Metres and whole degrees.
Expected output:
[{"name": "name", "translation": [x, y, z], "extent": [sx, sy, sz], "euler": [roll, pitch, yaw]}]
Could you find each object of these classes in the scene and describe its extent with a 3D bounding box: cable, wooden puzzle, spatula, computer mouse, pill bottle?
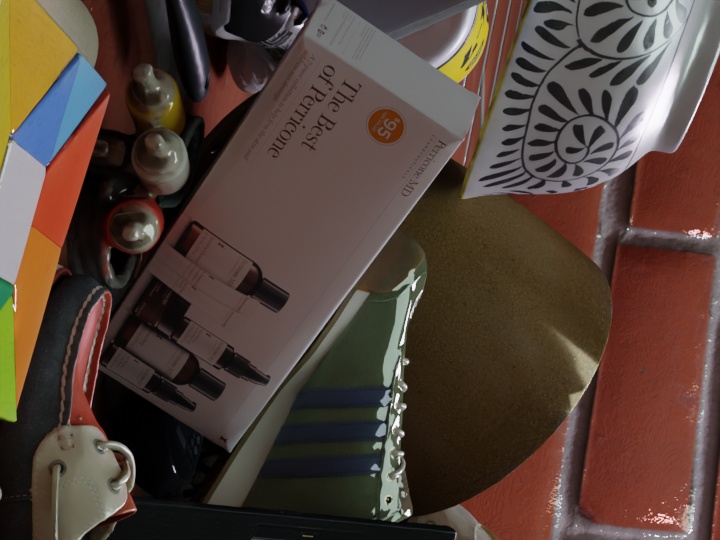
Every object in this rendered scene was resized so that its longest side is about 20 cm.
[{"name": "cable", "translation": [-0.089, -0.035, 0.852], "extent": [0.200, 0.050, 0.097], "euler": [10, 88, -83]}, {"name": "wooden puzzle", "translation": [-0.128, -0.024, 0.630], "extent": [0.185, 0.037, 0.200], "euler": [57, 42, -78]}, {"name": "spatula", "translation": [-0.089, -0.139, 0.795], "extent": [0.200, 0.021, 0.057], "euler": [72, 25, -52]}, {"name": "computer mouse", "translation": [-0.097, 0.039, 0.988], "extent": [0.200, 0.034, 0.059], "euler": [-80, 157, -52]}, {"name": "pill bottle", "translation": [0.036, -0.187, 1.380], "extent": [0.200, 0.114, 0.114], "euler": [1, 98, -83]}]

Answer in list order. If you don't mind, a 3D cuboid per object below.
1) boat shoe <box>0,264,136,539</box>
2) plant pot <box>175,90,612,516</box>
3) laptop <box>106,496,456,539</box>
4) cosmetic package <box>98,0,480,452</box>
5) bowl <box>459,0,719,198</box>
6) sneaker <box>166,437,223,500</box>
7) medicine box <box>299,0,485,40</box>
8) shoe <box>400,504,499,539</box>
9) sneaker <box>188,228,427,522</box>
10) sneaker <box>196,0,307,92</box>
[{"name": "boat shoe", "translation": [-0.119, 0.097, 0.738], "extent": [0.071, 0.063, 0.200], "euler": [67, 31, -72]}, {"name": "plant pot", "translation": [0.000, 0.000, 1.004], "extent": [0.200, 0.186, 0.186], "euler": [44, 41, -27]}, {"name": "laptop", "translation": [-0.051, 0.214, 0.833], "extent": [0.200, 0.177, 0.103], "euler": [-70, -153, 23]}, {"name": "cosmetic package", "translation": [-0.037, -0.016, 0.829], "extent": [0.200, 0.083, 0.051], "euler": [-54, -171, 30]}, {"name": "bowl", "translation": [0.125, -0.114, 0.925], "extent": [0.201, 0.094, 0.201], "euler": [21, 90, -86]}, {"name": "sneaker", "translation": [-0.078, 0.087, 1.068], "extent": [0.088, 0.076, 0.200], "euler": [63, 31, -45]}, {"name": "medicine box", "translation": [0.009, -0.219, 0.894], "extent": [0.182, 0.103, 0.200], "euler": [63, 18, -14]}, {"name": "shoe", "translation": [0.029, 0.148, 1.040], "extent": [0.070, 0.053, 0.200], "euler": [-57, -154, 11]}, {"name": "sneaker", "translation": [-0.008, 0.083, 0.900], "extent": [0.200, 0.090, 0.067], "euler": [-56, -173, -6]}, {"name": "sneaker", "translation": [-0.030, -0.143, 0.982], "extent": [0.200, 0.088, 0.076], "euler": [52, 49, -78]}]
